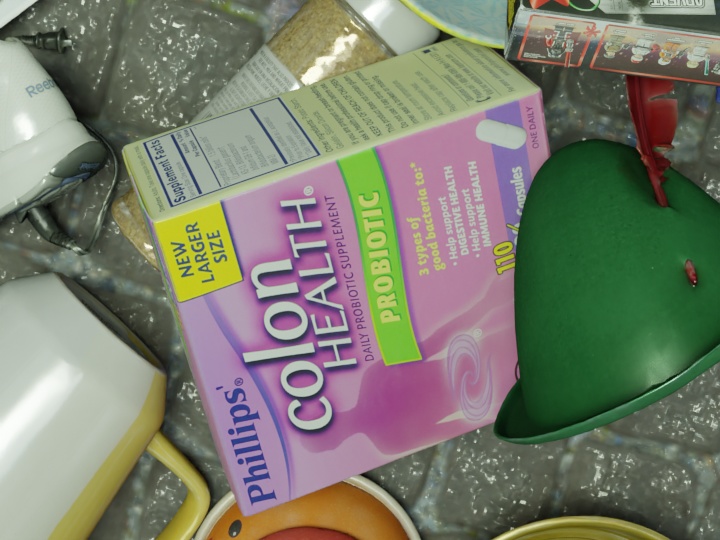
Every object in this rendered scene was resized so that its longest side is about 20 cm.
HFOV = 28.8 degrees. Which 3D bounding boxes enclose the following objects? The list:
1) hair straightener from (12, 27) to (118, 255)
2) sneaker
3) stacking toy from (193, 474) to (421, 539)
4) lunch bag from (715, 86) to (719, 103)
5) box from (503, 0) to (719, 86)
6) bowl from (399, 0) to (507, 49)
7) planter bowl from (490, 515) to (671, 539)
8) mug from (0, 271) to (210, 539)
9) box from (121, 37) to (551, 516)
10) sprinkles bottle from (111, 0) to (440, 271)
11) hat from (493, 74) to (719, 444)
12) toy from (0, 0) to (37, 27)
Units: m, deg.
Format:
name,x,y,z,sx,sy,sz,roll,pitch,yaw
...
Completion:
name,x,y,z,sx,sy,sz,roll,pitch,yaw
hair straightener,-0.190,-0.103,0.766,0.076,0.041,0.202,-28,94,2
sneaker,-0.221,-0.056,0.742,0.198,0.074,0.088,-23,95,28
stacking toy,-0.028,0.199,0.747,0.144,0.200,0.148,0,100,-3
lunch bag,0.274,-0.179,0.731,0.197,0.127,0.173,-7,100,-11
box,0.165,-0.148,0.624,0.197,0.040,0.139,6,64,-3
bowl,0.073,-0.216,0.721,0.197,0.108,0.203,-2,99,-10
planter bowl,0.118,0.226,0.817,0.197,0.084,0.204,0,101,-2
mug,-0.179,0.091,0.773,0.149,0.187,0.153,40,87,27
box,0.000,0.000,0.724,0.197,0.097,0.178,-18,120,-9
sprinkles bottle,-0.047,-0.082,0.764,0.068,0.068,0.200,44,96,-9
hat,0.094,-0.047,0.637,0.165,0.200,0.177,-29,96,29
toy,-0.211,-0.182,0.720,0.200,0.047,0.116,-41,102,-15
